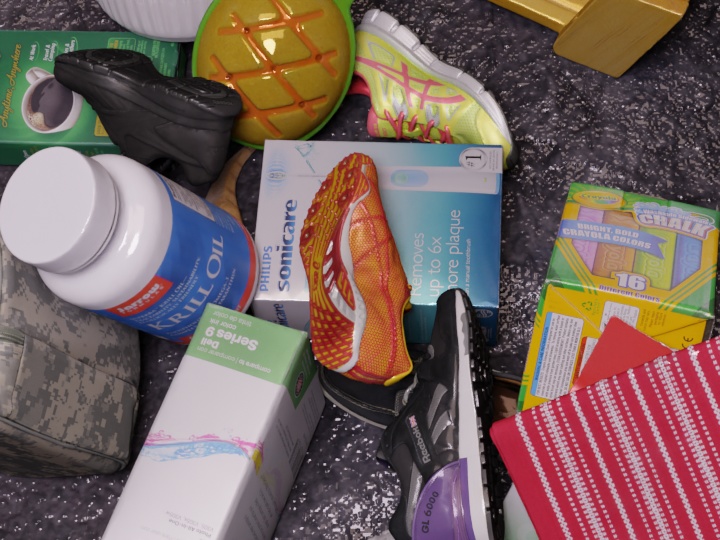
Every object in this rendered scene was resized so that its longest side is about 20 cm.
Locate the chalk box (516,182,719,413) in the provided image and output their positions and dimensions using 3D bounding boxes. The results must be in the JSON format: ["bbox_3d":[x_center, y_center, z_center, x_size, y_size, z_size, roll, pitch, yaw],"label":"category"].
[{"bbox_3d":[0.201,0.018,1.053,0.123,0.125,0.200,12,32,9],"label":"chalk box"}]

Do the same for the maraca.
[{"bbox_3d":[-0.065,-0.198,1.160,0.136,0.107,0.201,18,106,-12],"label":"maraca"}]

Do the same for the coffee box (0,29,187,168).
[{"bbox_3d":[-0.259,-0.154,1.230,0.198,0.044,0.124,0,65,3],"label":"coffee box"}]

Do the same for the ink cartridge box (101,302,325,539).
[{"bbox_3d":[-0.104,0.149,1.017,0.087,0.146,0.201,15,66,11],"label":"ink cartridge box"}]

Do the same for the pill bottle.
[{"bbox_3d":[-0.168,-0.018,1.006,0.111,0.200,0.113,-8,73,26],"label":"pill bottle"}]

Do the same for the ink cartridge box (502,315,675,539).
[{"bbox_3d":[0.197,0.154,0.968,0.160,0.201,0.050,31,38,13],"label":"ink cartridge box"}]

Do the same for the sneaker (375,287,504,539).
[{"bbox_3d":[0.050,0.106,0.996,0.087,0.076,0.201,-9,60,14],"label":"sneaker"}]

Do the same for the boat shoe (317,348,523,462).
[{"bbox_3d":[0.060,0.094,1.078,0.199,0.068,0.072,16,68,13],"label":"boat shoe"}]

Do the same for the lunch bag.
[{"bbox_3d":[-0.257,0.056,1.038,0.138,0.200,0.169,-4,68,26],"label":"lunch bag"}]

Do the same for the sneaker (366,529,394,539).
[{"bbox_3d":[0.000,0.231,1.011,0.081,0.077,0.200,36,68,24],"label":"sneaker"}]

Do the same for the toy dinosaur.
[{"bbox_3d":[-0.123,-0.045,1.174,0.105,0.061,0.201,4,52,-10],"label":"toy dinosaur"}]

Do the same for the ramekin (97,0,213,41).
[{"bbox_3d":[-0.158,-0.294,1.234,0.198,0.106,0.201,-1,46,1],"label":"ramekin"}]

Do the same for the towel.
[{"bbox_3d":[0.200,0.137,0.938,0.199,0.022,0.145,-24,91,23],"label":"towel"}]

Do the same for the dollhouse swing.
[{"bbox_3d":[0.215,-0.310,1.214,0.175,0.182,0.201,32,69,-4],"label":"dollhouse swing"}]

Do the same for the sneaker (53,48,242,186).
[{"bbox_3d":[-0.187,-0.129,1.148,0.199,0.091,0.076,26,27,34],"label":"sneaker"}]

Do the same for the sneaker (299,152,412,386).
[{"bbox_3d":[0.000,0.000,1.043,0.073,0.077,0.201,-32,47,39],"label":"sneaker"}]

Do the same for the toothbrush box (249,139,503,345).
[{"bbox_3d":[0.016,-0.023,1.127,0.198,0.085,0.147,2,65,6],"label":"toothbrush box"}]

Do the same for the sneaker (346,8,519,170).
[{"bbox_3d":[0.052,-0.137,1.192,0.090,0.078,0.200,-45,63,-9],"label":"sneaker"}]
